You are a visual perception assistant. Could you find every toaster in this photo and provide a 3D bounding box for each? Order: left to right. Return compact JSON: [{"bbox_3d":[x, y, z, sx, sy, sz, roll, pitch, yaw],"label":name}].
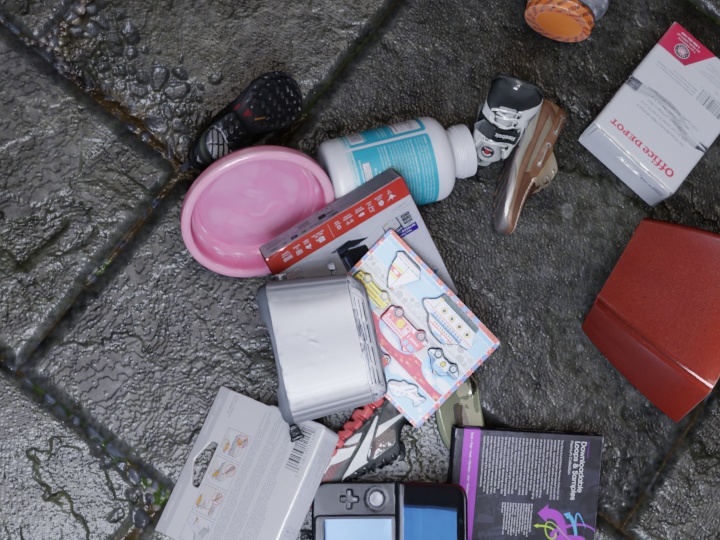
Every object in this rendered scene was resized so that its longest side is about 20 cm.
[{"bbox_3d":[-0.042,0.095,1.420,0.127,0.114,0.204,-12,86,3],"label":"toaster"}]

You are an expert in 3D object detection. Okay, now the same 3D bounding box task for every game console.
[{"bbox_3d":[0.031,0.353,1.423,0.169,0.119,0.204,2,82,-11],"label":"game console"}]

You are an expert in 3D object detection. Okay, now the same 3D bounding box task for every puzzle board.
[{"bbox_3d":[0.054,0.073,1.491,0.151,0.017,0.200,-45,96,2],"label":"puzzle board"}]

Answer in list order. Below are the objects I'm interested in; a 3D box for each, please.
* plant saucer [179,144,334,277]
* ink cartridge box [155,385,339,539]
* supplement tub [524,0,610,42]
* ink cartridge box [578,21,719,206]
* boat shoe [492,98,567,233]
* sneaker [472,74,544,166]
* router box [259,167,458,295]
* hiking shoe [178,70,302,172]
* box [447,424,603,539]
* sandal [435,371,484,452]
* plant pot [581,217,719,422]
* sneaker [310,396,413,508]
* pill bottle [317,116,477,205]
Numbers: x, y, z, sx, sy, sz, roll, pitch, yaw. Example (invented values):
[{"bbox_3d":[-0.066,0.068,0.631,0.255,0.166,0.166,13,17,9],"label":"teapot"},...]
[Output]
[{"bbox_3d":[-0.132,-0.081,1.515,0.197,0.203,0.051,-14,46,-11],"label":"plant saucer"},{"bbox_3d":[-0.140,0.263,1.485,0.174,0.045,0.203,16,76,35],"label":"ink cartridge box"},{"bbox_3d":[0.299,-0.428,1.663,0.121,0.123,0.203,21,76,-4],"label":"supplement tub"},{"bbox_3d":[0.417,-0.213,1.659,0.145,0.083,0.201,41,77,1],"label":"ink cartridge box"},{"bbox_3d":[0.232,-0.142,1.624,0.071,0.076,0.203,19,79,-6],"label":"boat shoe"},{"bbox_3d":[0.184,-0.187,1.559,0.073,0.200,0.090,19,77,1],"label":"sneaker"},{"bbox_3d":[0.000,0.000,1.519,0.198,0.049,0.181,-31,114,-4],"label":"router box"},{"bbox_3d":[-0.158,-0.195,1.570,0.200,0.100,0.077,-43,111,-41],"label":"hiking shoe"},{"bbox_3d":[0.209,0.275,1.543,0.196,0.036,0.146,5,93,-7],"label":"box"},{"bbox_3d":[0.119,0.138,1.559,0.079,0.057,0.204,-19,83,-10],"label":"sandal"},{"bbox_3d":[0.399,0.049,1.561,0.175,0.200,0.201,31,76,12],"label":"plant pot"},{"bbox_3d":[0.001,0.229,1.517,0.098,0.071,0.201,39,75,3],"label":"sneaker"},{"bbox_3d":[0.049,-0.135,1.575,0.197,0.111,0.113,-14,81,-10],"label":"pill bottle"}]
